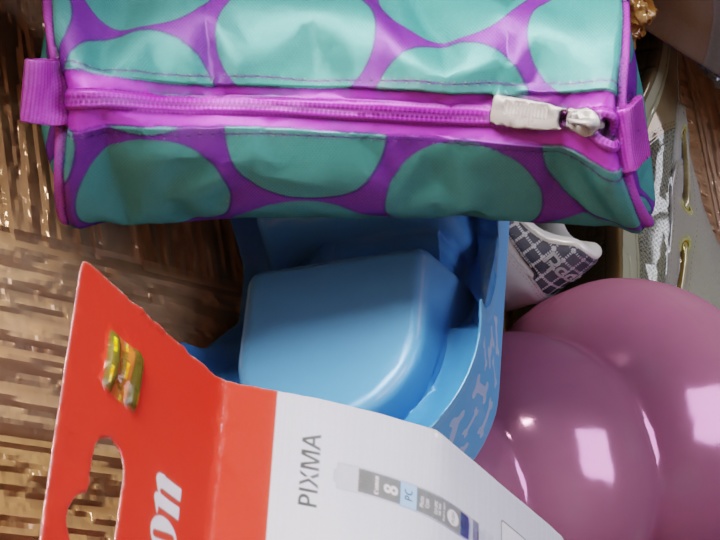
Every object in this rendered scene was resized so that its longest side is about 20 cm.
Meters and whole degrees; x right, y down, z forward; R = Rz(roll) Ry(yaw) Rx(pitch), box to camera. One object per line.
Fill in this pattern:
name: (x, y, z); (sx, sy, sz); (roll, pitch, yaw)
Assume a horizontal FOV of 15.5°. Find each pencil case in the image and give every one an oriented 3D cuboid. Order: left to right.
pencil case: (-0.004, -0.055, 0.855); (0.092, 0.199, 0.086); (-71, 161, -83)

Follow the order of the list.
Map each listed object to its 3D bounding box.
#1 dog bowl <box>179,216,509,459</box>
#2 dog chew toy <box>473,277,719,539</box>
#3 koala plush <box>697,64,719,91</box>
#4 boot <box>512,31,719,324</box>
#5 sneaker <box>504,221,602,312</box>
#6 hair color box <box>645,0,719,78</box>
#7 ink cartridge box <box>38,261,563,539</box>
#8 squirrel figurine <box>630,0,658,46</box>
dog bowl: (0.000, 0.000, 0.923); (0.050, 0.111, 0.201); (58, 30, -48)
dog chew toy: (0.065, 0.073, 0.975); (0.199, 0.124, 0.125); (-13, 84, -42)
koala plush: (0.192, -0.149, 1.264); (0.199, 0.184, 0.178); (-4, 51, -44)
boot: (0.136, -0.017, 1.174); (0.155, 0.072, 0.201); (38, 49, -41)
sneaker: (0.042, -0.080, 1.053); (0.076, 0.080, 0.201); (4, 69, -55)
hair color box: (0.115, -0.173, 1.103); (0.199, 0.110, 0.065); (32, 33, -1)
ink cartridge box: (-0.010, 0.104, 0.746); (0.200, 0.047, 0.161); (43, 38, -40)
squirrel figurine: (0.097, -0.149, 1.001); (0.187, 0.200, 0.142); (42, 6, -15)
